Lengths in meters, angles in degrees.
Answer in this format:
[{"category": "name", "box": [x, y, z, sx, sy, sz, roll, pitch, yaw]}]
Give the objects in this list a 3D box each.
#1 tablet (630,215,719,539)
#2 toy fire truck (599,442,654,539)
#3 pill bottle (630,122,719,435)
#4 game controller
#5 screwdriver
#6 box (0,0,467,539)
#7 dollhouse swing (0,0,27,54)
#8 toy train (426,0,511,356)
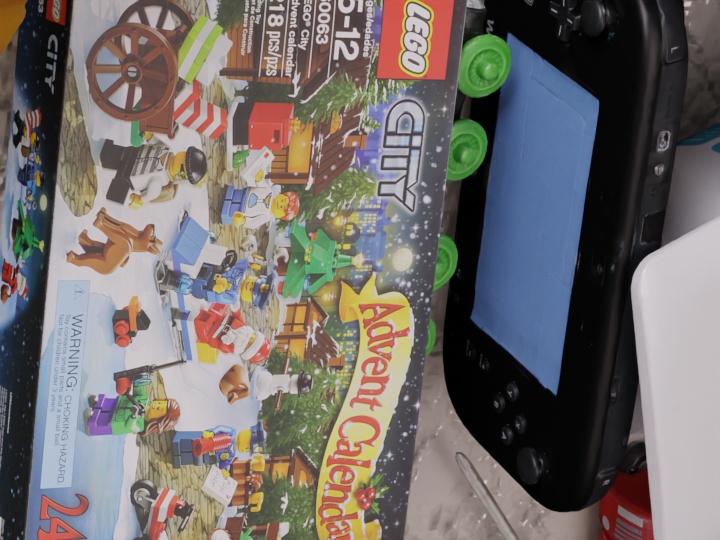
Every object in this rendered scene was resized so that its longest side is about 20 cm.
[{"category": "tablet", "box": [0.173, 0.015, 0.967, 0.200, 0.014, 0.130, -28, 124, -31]}, {"category": "toy fire truck", "box": [0.181, 0.116, 1.171, 0.200, 0.049, 0.141, -23, 127, -33]}, {"category": "pill bottle", "box": [0.161, -0.007, 1.034, 0.200, 0.111, 0.111, -24, 128, -32]}, {"category": "game controller", "box": [0.065, -0.020, 0.939, 0.042, 0.104, 0.200, -11, 121, -34]}, {"category": "screwdriver", "box": [0.072, 0.130, 1.088, 0.200, 0.028, 0.029, 53, 45, -49]}, {"category": "box", "box": [-0.043, 0.003, 0.856, 0.137, 0.038, 0.200, -1, 104, -31]}, {"category": "dollhouse swing", "box": [-0.059, -0.161, 0.685, 0.182, 0.176, 0.200, -10, 119, -40]}, {"category": "toy train", "box": [0.000, 0.000, 0.939, 0.056, 0.042, 0.200, 3, 111, -34]}]
